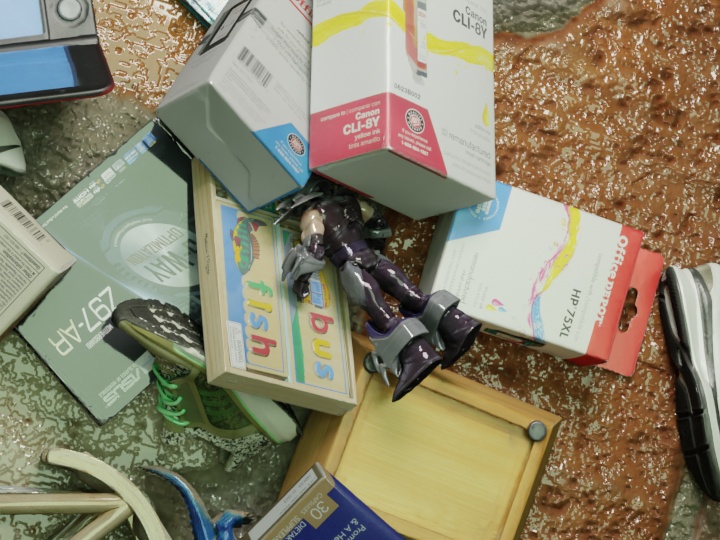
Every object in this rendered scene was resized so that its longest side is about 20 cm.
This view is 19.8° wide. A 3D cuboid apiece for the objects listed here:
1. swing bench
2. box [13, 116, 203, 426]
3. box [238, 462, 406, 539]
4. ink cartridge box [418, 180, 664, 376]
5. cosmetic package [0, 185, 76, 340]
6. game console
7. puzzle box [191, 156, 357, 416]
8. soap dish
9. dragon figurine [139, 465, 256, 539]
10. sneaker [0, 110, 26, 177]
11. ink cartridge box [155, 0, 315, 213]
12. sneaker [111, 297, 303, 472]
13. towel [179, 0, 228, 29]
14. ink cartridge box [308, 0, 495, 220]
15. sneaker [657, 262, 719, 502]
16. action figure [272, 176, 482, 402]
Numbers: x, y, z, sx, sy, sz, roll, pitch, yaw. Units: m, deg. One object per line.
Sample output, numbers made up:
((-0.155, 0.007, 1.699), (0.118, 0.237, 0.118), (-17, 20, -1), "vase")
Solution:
((-0.253, 0.200, 1.547), (0.200, 0.199, 0.130), (-19, 88, -12), "swing bench")
((-0.187, 0.001, 1.659), (0.200, 0.044, 0.160), (-41, 92, -12), "box")
((-0.006, 0.254, 1.613), (0.121, 0.032, 0.200), (-46, 117, 3), "box")
((0.157, 0.006, 1.710), (0.200, 0.067, 0.116), (18, 81, -9), "ink cartridge box")
((-0.325, 0.032, 1.583), (0.200, 0.071, 0.105), (-44, 93, 9), "cosmetic package")
((-0.305, -0.201, 1.620), (0.200, 0.119, 0.173), (-8, 86, -12), "game console")
((-0.067, 0.009, 1.624), (0.133, 0.025, 0.200), (17, 55, -37), "puzzle box")
((0.052, 0.155, 1.669), (0.200, 0.081, 0.158), (22, 81, -6), "soap dish")
((-0.111, 0.243, 1.630), (0.200, 0.059, 0.099), (43, 67, -17), "dragon figurine")
((-0.354, -0.060, 1.619), (0.200, 0.074, 0.089), (-31, 88, -12), "sneaker")
((-0.068, -0.157, 1.645), (0.116, 0.068, 0.200), (49, 43, -21), "ink cartridge box")
((-0.132, 0.099, 1.618), (0.089, 0.077, 0.200), (-46, 124, 4), "sneaker")
((-0.081, -0.291, 1.720), (0.147, 0.022, 0.200), (44, 79, -4), "towel")
((0.035, -0.160, 1.643), (0.145, 0.083, 0.200), (21, 62, -47), "ink cartridge box")
((0.324, 0.088, 1.729), (0.115, 0.076, 0.201), (-7, 83, -9), "sneaker")
((0.000, 0.000, 1.626), (0.130, 0.069, 0.200), (-25, 70, -44), "action figure")
